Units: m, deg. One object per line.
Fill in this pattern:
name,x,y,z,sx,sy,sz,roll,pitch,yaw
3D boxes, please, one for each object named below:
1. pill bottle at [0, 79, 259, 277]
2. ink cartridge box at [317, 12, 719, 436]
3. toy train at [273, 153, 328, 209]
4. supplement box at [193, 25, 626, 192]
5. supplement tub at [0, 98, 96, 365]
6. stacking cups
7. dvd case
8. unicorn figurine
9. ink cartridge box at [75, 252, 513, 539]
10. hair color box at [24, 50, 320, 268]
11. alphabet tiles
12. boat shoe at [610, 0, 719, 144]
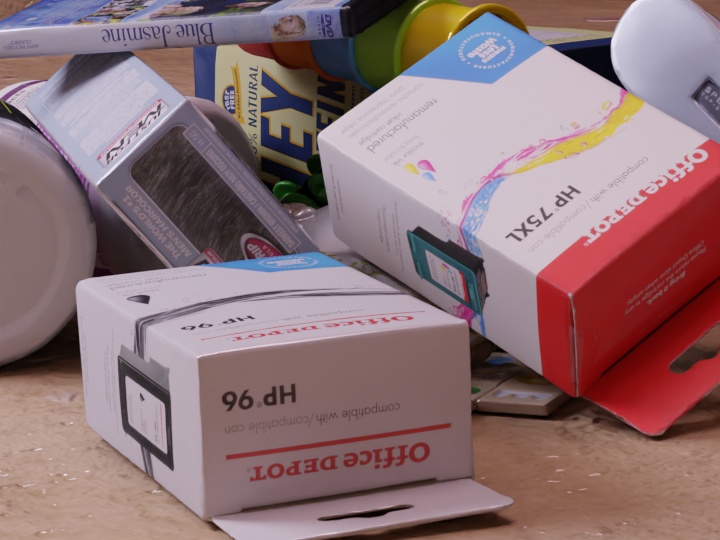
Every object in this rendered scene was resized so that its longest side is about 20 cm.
pill bottle,-0.161,-0.051,1.470,0.199,0.113,0.112,9,14,44
ink cartridge box,0.091,-0.023,1.147,0.116,0.068,0.200,-37,51,-26
toy train,-0.007,-0.035,1.331,0.200,0.056,0.042,-34,21,55
supplement box,0.041,-0.068,1.486,0.199,0.135,0.199,-11,14,-43
supplement tub,-0.204,-0.027,1.304,0.122,0.123,0.200,-3,10,-12
stacking cups,0.006,-0.122,1.343,0.060,0.061,0.200,-7,16,-35
dvd case,-0.072,-0.135,1.298,0.199,0.018,0.143,-2,17,21
unicorn figurine,0.000,0.000,1.245,0.136,0.074,0.200,5,8,4
ink cartridge box,-0.030,0.046,1.024,0.115,0.068,0.200,-7,13,-22
hair color box,-0.095,-0.047,1.248,0.061,0.099,0.200,-43,22,-2
alphabet tiles,0.029,0.046,1.216,0.166,0.008,0.200,4,10,22
boat shoe,0.200,-0.048,1.221,0.086,0.075,0.202,16,30,-53
